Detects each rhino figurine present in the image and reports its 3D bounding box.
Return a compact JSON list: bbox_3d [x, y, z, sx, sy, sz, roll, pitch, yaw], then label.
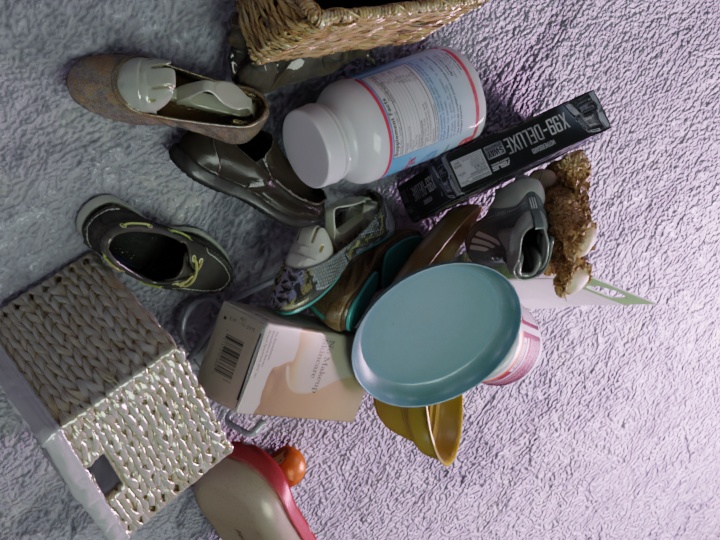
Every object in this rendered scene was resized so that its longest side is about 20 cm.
[{"bbox_3d":[-0.042,-0.224,1.401,0.199,0.060,0.088,-17,150,-27],"label":"rhino figurine"}]

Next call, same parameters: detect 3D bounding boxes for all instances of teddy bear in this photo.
[{"bbox_3d":[0.223,-0.058,1.581,0.066,0.201,0.145,2,145,0],"label":"teddy bear"}]

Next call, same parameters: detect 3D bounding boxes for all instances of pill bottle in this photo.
[{"bbox_3d":[0.159,0.084,1.720,0.110,0.110,0.200,-49,163,6],"label":"pill bottle"},{"bbox_3d":[0.024,-0.154,1.459,0.199,0.109,0.109,-23,135,-30],"label":"pill bottle"}]

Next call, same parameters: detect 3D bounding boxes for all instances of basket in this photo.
[{"bbox_3d":[-0.261,0.125,1.423,0.161,0.200,0.199,-36,138,-16],"label":"basket"},{"bbox_3d":[-0.005,-0.281,1.288,0.199,0.149,0.144,-12,89,-28],"label":"basket"}]

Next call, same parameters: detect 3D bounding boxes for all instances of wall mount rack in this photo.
[{"bbox_3d":[-0.112,0.084,1.591,0.174,0.074,0.200,-55,142,-18],"label":"wall mount rack"}]

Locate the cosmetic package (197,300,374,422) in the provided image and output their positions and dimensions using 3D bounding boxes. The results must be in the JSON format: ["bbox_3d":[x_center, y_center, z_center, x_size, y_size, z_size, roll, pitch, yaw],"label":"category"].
[{"bbox_3d":[-0.075,0.101,1.532,0.199,0.071,0.106,10,101,-51],"label":"cosmetic package"}]

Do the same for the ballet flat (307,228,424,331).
[{"bbox_3d":[0.000,0.000,1.591,0.200,0.072,0.068,-47,152,-46],"label":"ballet flat"}]

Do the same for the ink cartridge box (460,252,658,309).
[{"bbox_3d":[0.238,0.009,1.712,0.145,0.199,0.048,19,72,-44],"label":"ink cartridge box"}]

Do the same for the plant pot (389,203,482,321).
[{"bbox_3d":[0.071,0.000,1.628,0.200,0.027,0.200,-52,172,-11],"label":"plant pot"}]

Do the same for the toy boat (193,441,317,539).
[{"bbox_3d":[-0.111,0.269,1.724,0.131,0.130,0.200,-59,146,-29],"label":"toy boat"}]

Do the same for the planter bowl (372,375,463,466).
[{"bbox_3d":[0.064,0.138,1.725,0.083,0.201,0.201,-4,138,16],"label":"planter bowl"}]

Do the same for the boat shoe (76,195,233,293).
[{"bbox_3d":[-0.201,-0.012,1.453,0.201,0.061,0.072,25,106,-46],"label":"boat shoe"}]

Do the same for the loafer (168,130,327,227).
[{"bbox_3d":[-0.100,-0.102,1.447,0.199,0.073,0.072,21,108,-46],"label":"loafer"}]

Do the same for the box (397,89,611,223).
[{"bbox_3d":[0.155,-0.124,1.574,0.199,0.050,0.158,-25,179,-20],"label":"box"}]

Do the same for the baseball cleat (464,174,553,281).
[{"bbox_3d":[0.163,-0.025,1.586,0.069,0.107,0.200,-6,156,-8],"label":"baseball cleat"}]

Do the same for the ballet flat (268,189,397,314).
[{"bbox_3d":[-0.036,-0.030,1.532,0.200,0.072,0.072,-40,144,-40],"label":"ballet flat"}]

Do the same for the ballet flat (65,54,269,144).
[{"bbox_3d":[-0.172,-0.168,1.326,0.199,0.067,0.069,7,75,-33],"label":"ballet flat"}]

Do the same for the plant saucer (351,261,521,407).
[{"bbox_3d":[0.081,0.066,1.558,0.199,0.027,0.201,-11,129,-14],"label":"plant saucer"}]
